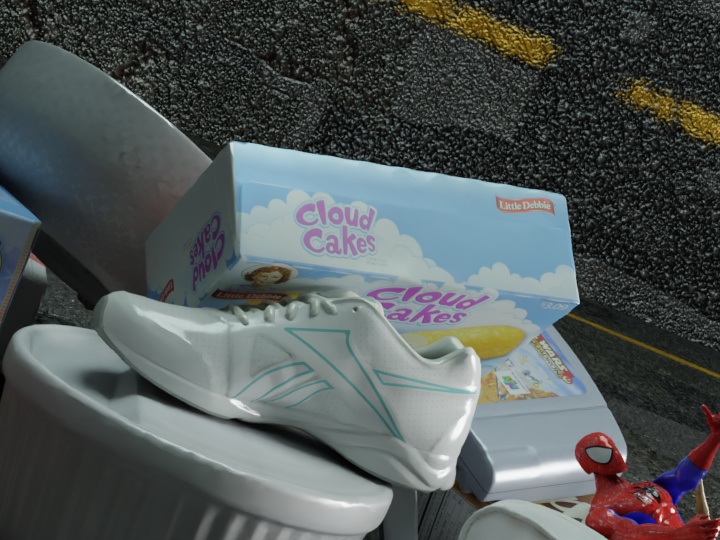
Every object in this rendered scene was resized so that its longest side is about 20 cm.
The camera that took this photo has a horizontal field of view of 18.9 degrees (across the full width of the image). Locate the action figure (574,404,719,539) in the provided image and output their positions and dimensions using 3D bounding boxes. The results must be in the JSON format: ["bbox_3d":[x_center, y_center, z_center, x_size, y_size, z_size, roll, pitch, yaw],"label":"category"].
[{"bbox_3d":[0.185,0.145,1.066,0.065,0.099,0.200,-21,63,-46],"label":"action figure"}]

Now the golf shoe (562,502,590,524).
[{"bbox_3d":[0.143,0.200,1.102,0.200,0.088,0.077,40,4,37],"label":"golf shoe"}]

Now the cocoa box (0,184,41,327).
[{"bbox_3d":[-0.296,-0.014,1.151,0.199,0.132,0.133,19,8,-30],"label":"cocoa box"}]

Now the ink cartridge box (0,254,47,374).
[{"bbox_3d":[-0.302,-0.011,1.363,0.199,0.068,0.116,23,7,-13],"label":"ink cartridge box"}]

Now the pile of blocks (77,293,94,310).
[{"bbox_3d":[-0.086,0.003,1.380,0.199,0.063,0.082,9,5,9],"label":"pile of blocks"}]

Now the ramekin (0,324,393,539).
[{"bbox_3d":[-0.093,0.109,1.056,0.201,0.095,0.202,24,7,-3],"label":"ramekin"}]

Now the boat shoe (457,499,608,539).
[{"bbox_3d":[0.104,0.172,1.034,0.069,0.071,0.200,21,15,-46],"label":"boat shoe"}]

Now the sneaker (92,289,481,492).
[{"bbox_3d":[-0.033,0.040,1.058,0.199,0.081,0.070,20,10,-15],"label":"sneaker"}]

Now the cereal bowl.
[{"bbox_3d":[-0.146,-0.035,1.245,0.200,0.083,0.200,38,-15,12],"label":"cereal bowl"}]

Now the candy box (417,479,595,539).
[{"bbox_3d":[0.124,0.172,1.253,0.115,0.056,0.200,-3,31,-42],"label":"candy box"}]

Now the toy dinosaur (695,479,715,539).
[{"bbox_3d":[0.219,0.216,1.299,0.106,0.060,0.200,39,-22,23],"label":"toy dinosaur"}]

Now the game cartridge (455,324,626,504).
[{"bbox_3d":[0.070,0.055,1.300,0.133,0.042,0.200,-6,46,-38],"label":"game cartridge"}]

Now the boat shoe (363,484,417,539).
[{"bbox_3d":[-0.010,0.095,1.176,0.069,0.071,0.200,-4,33,-6],"label":"boat shoe"}]

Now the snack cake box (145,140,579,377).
[{"bbox_3d":[0.000,0.000,1.128,0.199,0.068,0.115,7,-27,-27],"label":"snack cake box"}]
